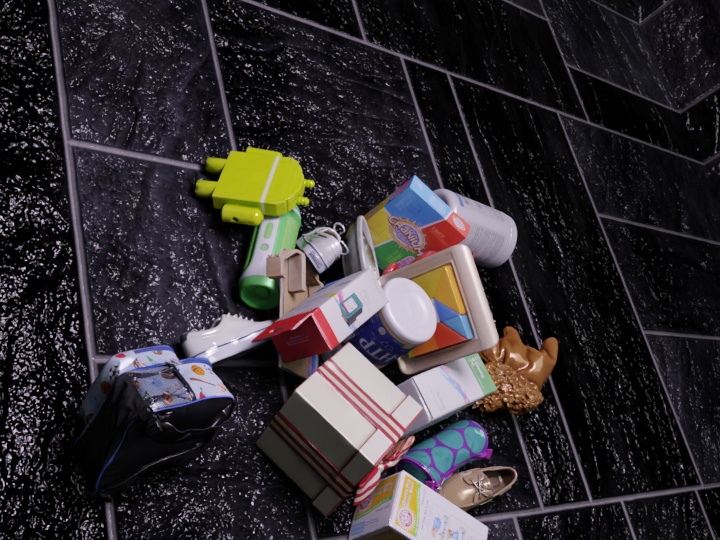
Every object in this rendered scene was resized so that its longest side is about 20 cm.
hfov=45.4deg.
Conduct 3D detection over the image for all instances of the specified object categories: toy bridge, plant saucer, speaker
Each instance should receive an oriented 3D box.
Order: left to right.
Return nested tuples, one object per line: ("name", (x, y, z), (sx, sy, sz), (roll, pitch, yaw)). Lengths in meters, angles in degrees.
("speaker", (-0.156, -0.032, 1.496), (0.088, 0.088, 0.200), (30, 46, -25))
("toy bridge", (-0.103, 0.003, 1.411), (0.200, 0.027, 0.067), (39, 46, -66))
("plant saucer", (0.000, 0.000, 1.607), (0.200, 0.050, 0.201), (-11, 90, -83))

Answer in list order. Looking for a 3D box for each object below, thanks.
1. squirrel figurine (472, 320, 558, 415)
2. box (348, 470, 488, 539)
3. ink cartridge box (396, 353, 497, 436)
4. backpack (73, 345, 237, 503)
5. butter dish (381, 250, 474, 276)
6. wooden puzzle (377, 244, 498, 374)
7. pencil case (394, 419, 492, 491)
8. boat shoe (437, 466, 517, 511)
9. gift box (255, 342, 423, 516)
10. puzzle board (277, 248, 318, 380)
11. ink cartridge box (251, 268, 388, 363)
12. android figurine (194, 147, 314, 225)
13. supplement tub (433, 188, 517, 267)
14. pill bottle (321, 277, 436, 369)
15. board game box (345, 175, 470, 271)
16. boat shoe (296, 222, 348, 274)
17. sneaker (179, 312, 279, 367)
("squirrel figurine", (0.279, 0.190, 1.729), (0.186, 0.142, 0.200), (33, 42, -14))
("box", (0.095, 0.429, 1.401), (0.200, 0.112, 0.102), (38, 44, -20))
("ink cartridge box", (0.124, 0.230, 1.540), (0.200, 0.145, 0.088), (-15, 73, -47))
("backpack", (-0.275, 0.196, 1.168), (0.190, 0.200, 0.154), (1, 50, -47))
("butter dish", (0.107, 0.040, 1.620), (0.148, 0.200, 0.200), (33, 28, 0))
("wooden puzzle", (0.124, 0.071, 1.497), (0.037, 0.200, 0.186), (-5, 75, -55))
("pencil case", (0.148, 0.336, 1.534), (0.092, 0.085, 0.200), (31, 31, 29))
("boat shoe", (0.210, 0.393, 1.573), (0.200, 0.064, 0.071), (-7, 69, -46))
("gift box", (-0.028, 0.259, 1.355), (0.187, 0.200, 0.184), (42, 43, 9))
("puzzle board", (-0.105, 0.081, 1.448), (0.151, 0.017, 0.201), (44, 42, -64))
("ink cartridge box", (-0.062, 0.079, 1.345), (0.200, 0.116, 0.067), (-37, 101, -44))
("android figurine", (-0.182, -0.151, 1.511), (0.199, 0.041, 0.182), (7, 48, 4))
("supplement tub", (0.228, -0.089, 1.872), (0.200, 0.132, 0.132), (18, 52, -35))
("pill bottle", (0.024, 0.107, 1.487), (0.119, 0.200, 0.120), (24, 49, -30))
("board game box", (0.090, -0.075, 1.676), (0.153, 0.200, 0.040), (40, 42, -15))
("boat shoe", (-0.061, -0.046, 1.521), (0.075, 0.086, 0.202), (56, -4, -5))
("sneaker", (-0.199, 0.099, 1.377), (0.200, 0.073, 0.071), (-19, 80, -49))
